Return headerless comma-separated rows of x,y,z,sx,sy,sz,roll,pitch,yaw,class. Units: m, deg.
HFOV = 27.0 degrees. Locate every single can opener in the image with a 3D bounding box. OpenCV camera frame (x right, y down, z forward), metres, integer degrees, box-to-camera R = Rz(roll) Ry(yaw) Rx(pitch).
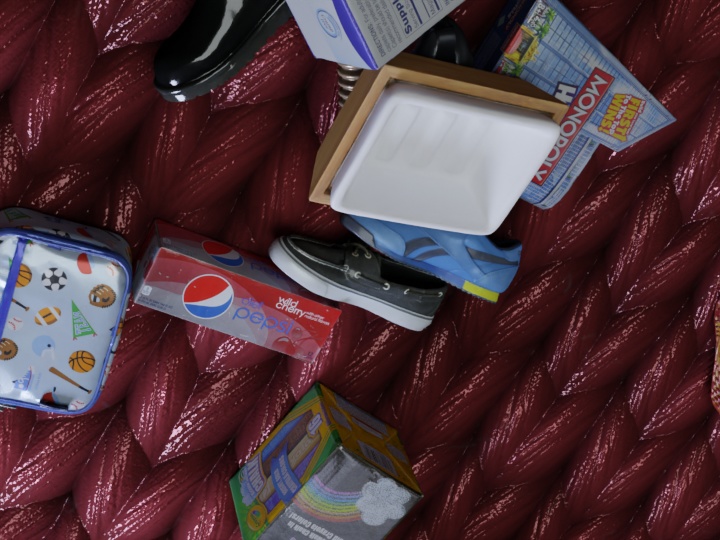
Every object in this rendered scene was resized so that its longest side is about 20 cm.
0.047,-0.153,1.438,0.079,0.063,0.200,-6,133,-41,can opener

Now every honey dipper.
-0.004,-0.250,1.387,0.038,0.038,0.200,-5,115,-11,honey dipper

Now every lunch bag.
-0.313,0.045,1.447,0.160,0.076,0.200,14,113,-17,lunch bag

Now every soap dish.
0.067,-0.118,1.365,0.200,0.081,0.157,8,131,-29,soap dish

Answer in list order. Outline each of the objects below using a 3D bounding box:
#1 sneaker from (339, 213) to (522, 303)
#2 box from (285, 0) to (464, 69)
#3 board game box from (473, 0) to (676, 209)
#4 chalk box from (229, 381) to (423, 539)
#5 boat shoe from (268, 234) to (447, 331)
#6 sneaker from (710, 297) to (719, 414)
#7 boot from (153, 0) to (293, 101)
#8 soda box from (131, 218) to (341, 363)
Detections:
0.073,-0.036,1.505,0.200,0.066,0.079,22,101,-24,sneaker
0.019,-0.305,1.281,0.200,0.105,0.184,-41,122,-21,box
0.196,-0.155,1.468,0.200,0.062,0.200,24,110,-23,board game box
-0.053,0.246,1.589,0.124,0.124,0.200,35,106,-28,chalk box
0.000,0.000,1.503,0.200,0.069,0.057,23,113,-31,boat shoe
0.435,0.074,1.656,0.077,0.073,0.200,-17,127,-29,sneaker
-0.137,-0.267,1.315,0.211,0.079,0.158,-44,126,-1,boot
-0.123,0.021,1.484,0.200,0.063,0.070,21,112,-23,soda box
